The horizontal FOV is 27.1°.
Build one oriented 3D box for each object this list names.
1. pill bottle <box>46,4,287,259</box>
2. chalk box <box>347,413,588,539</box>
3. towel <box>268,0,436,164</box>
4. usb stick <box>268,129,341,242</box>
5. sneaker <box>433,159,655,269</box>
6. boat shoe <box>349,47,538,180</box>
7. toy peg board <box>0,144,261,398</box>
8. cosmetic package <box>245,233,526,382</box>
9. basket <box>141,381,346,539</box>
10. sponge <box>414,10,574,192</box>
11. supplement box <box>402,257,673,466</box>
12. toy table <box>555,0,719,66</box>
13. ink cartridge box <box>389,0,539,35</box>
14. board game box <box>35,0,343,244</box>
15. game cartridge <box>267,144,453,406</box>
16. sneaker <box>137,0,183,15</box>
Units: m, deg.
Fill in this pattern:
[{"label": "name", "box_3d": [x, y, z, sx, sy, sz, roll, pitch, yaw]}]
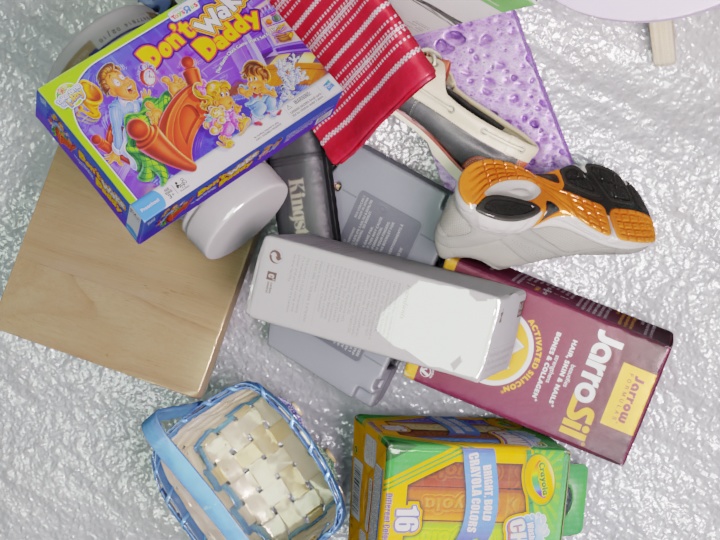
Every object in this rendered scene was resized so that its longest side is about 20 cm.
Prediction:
[{"label": "pill bottle", "box_3d": [-0.157, -0.112, 1.247, 0.120, 0.120, 0.200, -45, 77, 13]}, {"label": "chalk box", "box_3d": [0.099, 0.193, 1.246, 0.199, 0.124, 0.126, 2, 96, -12]}, {"label": "towel", "box_3d": [-0.036, -0.198, 1.206, 0.200, 0.022, 0.145, 55, 135, 3]}, {"label": "usb stick", "box_3d": [-0.047, -0.052, 1.283, 0.055, 0.033, 0.201, -8, 89, 7]}, {"label": "sneaker", "box_3d": [0.149, -0.038, 1.234, 0.092, 0.199, 0.076, -51, 40, 47]}, {"label": "boat shoe", "box_3d": [0.059, -0.146, 1.237, 0.200, 0.071, 0.063, 45, 116, 2]}, {"label": "toy peg board", "box_3d": [-0.193, -0.007, 1.345, 0.199, 0.098, 0.200, 18, 83, 11]}, {"label": "cosmetic package", "box_3d": [0.022, 0.027, 1.194, 0.199, 0.102, 0.074, 17, 98, 18]}, {"label": "basket", "box_3d": [-0.100, 0.179, 1.269, 0.139, 0.200, 0.177, -38, 87, 14]}, {"label": "sponge", "box_3d": [0.104, -0.142, 1.280, 0.111, 0.030, 0.201, -21, 90, 15]}, {"label": "supplement box", "box_3d": [0.151, 0.071, 1.259, 0.199, 0.086, 0.111, 22, 99, 11]}, {"label": "toy table", "box_3d": [0.237, -0.258, 1.192, 0.199, 0.117, 0.185, 7, 97, 14]}, {"label": "ink cartridge box", "box_3d": [0.077, -0.275, 1.169, 0.084, 0.200, 0.147, 25, 79, -26]}, {"label": "board game box", "box_3d": [-0.133, -0.131, 1.167, 0.200, 0.045, 0.135, -37, 81, -24]}, {"label": "game cartridge", "box_3d": [0.000, 0.000, 1.302, 0.133, 0.040, 0.201, 30, 104, 18]}, {"label": "sneaker", "box_3d": [-0.120, -0.254, 1.299, 0.199, 0.081, 0.115, 35, 104, 10]}]
